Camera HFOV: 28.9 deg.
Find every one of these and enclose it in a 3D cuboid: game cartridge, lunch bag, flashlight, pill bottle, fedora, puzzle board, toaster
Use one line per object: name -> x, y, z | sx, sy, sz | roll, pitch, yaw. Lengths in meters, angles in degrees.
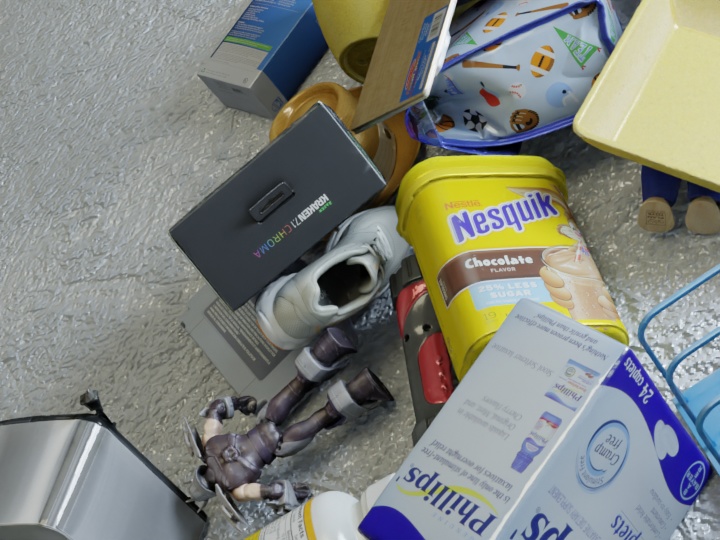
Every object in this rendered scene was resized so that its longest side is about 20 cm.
game cartridge -> -0.086, 0.052, 1.335 | 0.133, 0.042, 0.200 | -41, 41, -5
lunch bag -> 0.138, -0.184, 1.262 | 0.198, 0.125, 0.170 | -19, 20, 15
flashlight -> 0.069, 0.078, 1.173 | 0.067, 0.068, 0.201 | -4, 48, -7
pill bottle -> -0.036, 0.241, 1.079 | 0.199, 0.113, 0.113 | -32, 42, 12
fedora -> -0.034, -0.125, 1.405 | 0.199, 0.082, 0.202 | -21, 46, 23
puzzle board -> 0.054, -0.226, 1.236 | 0.150, 0.017, 0.202 | -15, 56, 65
toaster -> -0.260, 0.211, 1.215 | 0.179, 0.200, 0.120 | -10, 46, 31

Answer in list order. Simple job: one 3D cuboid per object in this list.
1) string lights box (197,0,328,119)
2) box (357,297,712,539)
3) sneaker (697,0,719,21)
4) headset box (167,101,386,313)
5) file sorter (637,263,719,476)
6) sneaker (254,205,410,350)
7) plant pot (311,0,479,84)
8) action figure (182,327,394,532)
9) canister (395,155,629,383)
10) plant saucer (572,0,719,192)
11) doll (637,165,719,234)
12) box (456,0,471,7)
string lights box -> -0.085, -0.274, 1.588 | 0.102, 0.059, 0.201 | 21, 71, 45
box -> 0.127, 0.158, 0.969 | 0.105, 0.184, 0.201 | 26, 74, 45
sneaker -> 0.305, -0.269, 1.272 | 0.066, 0.109, 0.201 | -8, 10, -2
headset box -> -0.069, -0.059, 1.245 | 0.174, 0.093, 0.200 | -39, 4, 5
file sorter -> 0.294, 0.094, 0.939 | 0.138, 0.123, 0.201 | -34, 42, 9
sneaker -> 0.000, 0.000, 1.236 | 0.092, 0.076, 0.200 | -22, 16, 48
plant pot -> 0.033, -0.268, 1.405 | 0.198, 0.200, 0.144 | -9, 63, 32
action figure -> -0.072, 0.142, 1.207 | 0.199, 0.069, 0.131 | -38, 72, 4
canister -> 0.122, 0.002, 1.144 | 0.147, 0.087, 0.201 | -2, 44, -16
plant saucer -> 0.298, -0.137, 1.132 | 0.198, 0.049, 0.201 | 22, 61, 20
doll -> 0.276, -0.125, 1.187 | 0.135, 0.049, 0.202 | 3, 55, 22
box -> 0.169, -0.303, 1.273 | 0.158, 0.046, 0.199 | -32, 11, -29
